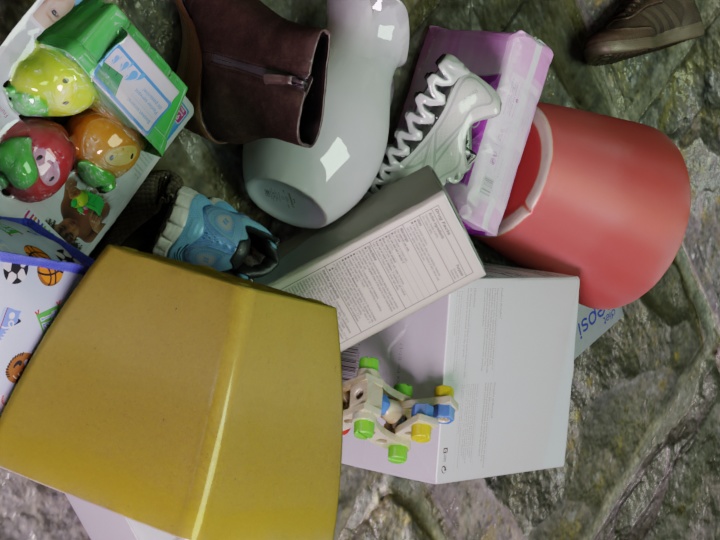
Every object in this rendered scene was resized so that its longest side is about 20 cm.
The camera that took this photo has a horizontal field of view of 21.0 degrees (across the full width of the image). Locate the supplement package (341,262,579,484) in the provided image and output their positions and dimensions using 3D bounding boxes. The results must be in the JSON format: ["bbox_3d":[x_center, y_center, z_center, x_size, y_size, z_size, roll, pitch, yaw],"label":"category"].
[{"bbox_3d":[0.089,0.092,1.863,0.199,0.147,0.193,0,97,-48],"label":"supplement package"}]

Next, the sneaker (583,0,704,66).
[{"bbox_3d":[0.299,-0.272,2.112,0.199,0.070,0.076,-18,91,-48],"label":"sneaker"}]

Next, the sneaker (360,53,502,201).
[{"bbox_3d":[0.056,-0.095,1.776,0.081,0.075,0.201,31,103,-5],"label":"sneaker"}]

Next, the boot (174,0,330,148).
[{"bbox_3d":[-0.083,-0.202,1.607,0.072,0.166,0.201,6,92,-48],"label":"boot"}]

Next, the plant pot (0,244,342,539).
[{"bbox_3d":[-0.125,0.087,1.434,0.200,0.199,0.178,15,90,-60],"label":"plant pot"}]

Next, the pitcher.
[{"bbox_3d":[-0.022,-0.129,1.740,0.172,0.121,0.201,69,41,-58],"label":"pitcher"}]

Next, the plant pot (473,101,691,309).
[{"bbox_3d":[0.200,-0.077,1.942,0.177,0.200,0.202,18,83,-37],"label":"plant pot"}]

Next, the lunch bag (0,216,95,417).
[{"bbox_3d":[-0.312,0.040,1.410,0.199,0.123,0.171,7,106,-53],"label":"lunch bag"}]

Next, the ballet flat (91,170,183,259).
[{"bbox_3d":[-0.196,0.005,1.607,0.067,0.046,0.201,45,63,-43],"label":"ballet flat"}]

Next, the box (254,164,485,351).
[{"bbox_3d":[0.000,0.000,1.714,0.199,0.078,0.095,-27,113,2],"label":"box"}]

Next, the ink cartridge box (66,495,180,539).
[{"bbox_3d":[-0.150,0.210,1.665,0.145,0.084,0.201,-47,128,-33],"label":"ink cartridge box"}]

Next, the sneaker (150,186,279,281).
[{"bbox_3d":[-0.111,-0.013,1.623,0.079,0.090,0.200,-65,172,2],"label":"sneaker"}]

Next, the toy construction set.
[{"bbox_3d":[-0.020,0.145,1.746,0.131,0.200,0.093,24,43,-35],"label":"toy construction set"}]

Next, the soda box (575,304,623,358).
[{"bbox_3d":[0.194,0.062,2.038,0.200,0.063,0.069,-36,121,-39],"label":"soda box"}]

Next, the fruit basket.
[{"bbox_3d":[-0.230,-0.106,1.517,0.201,0.093,0.185,-58,133,-20],"label":"fruit basket"}]

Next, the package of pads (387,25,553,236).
[{"bbox_3d":[0.099,-0.135,1.857,0.076,0.120,0.201,29,75,-47],"label":"package of pads"}]
